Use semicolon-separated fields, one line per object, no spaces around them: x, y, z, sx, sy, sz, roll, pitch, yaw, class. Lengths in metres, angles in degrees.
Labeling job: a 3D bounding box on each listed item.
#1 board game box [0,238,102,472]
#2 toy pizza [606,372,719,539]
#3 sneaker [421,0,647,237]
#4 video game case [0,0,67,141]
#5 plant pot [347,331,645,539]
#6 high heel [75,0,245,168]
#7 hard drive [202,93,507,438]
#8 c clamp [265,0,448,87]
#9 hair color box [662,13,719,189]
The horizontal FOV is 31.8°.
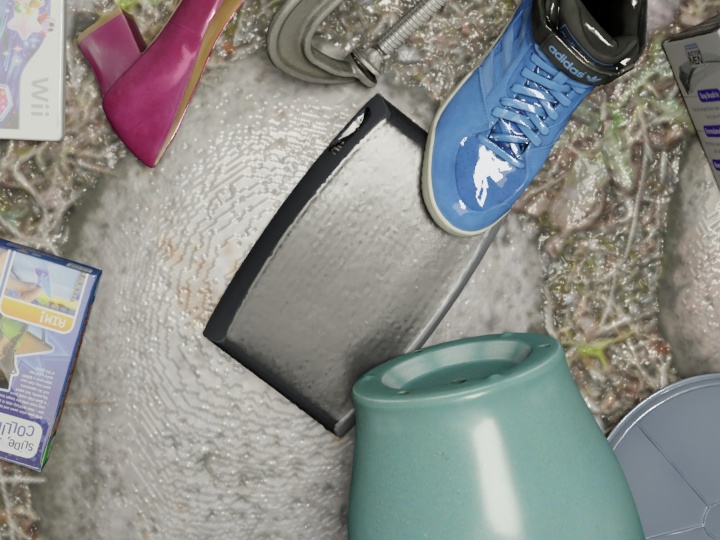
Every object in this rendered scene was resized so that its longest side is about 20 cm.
-0.282;0.036;0.823;0.197;0.034;0.137;18;95;-6;board game box
0.247;0.170;0.882;0.196;0.032;0.204;-1;96;-6;toy pizza
0.110;-0.116;0.779;0.076;0.111;0.201;35;78;-9;sneaker
-0.289;-0.160;0.811;0.196;0.018;0.146;2;95;-5;video game case
0.078;0.145;0.779;0.197;0.200;0.191;-12;98;-3;plant pot
-0.081;-0.153;0.799;0.198;0.067;0.097;-31;88;4;high heel
0.000;0.000;0.839;0.134;0.042;0.201;37;92;-7;hard drive
0.039;-0.177;0.789;0.199;0.170;0.027;-38;66;13;c clamp
0.274;-0.071;0.820;0.064;0.109;0.202;-26;98;-2;hair color box
